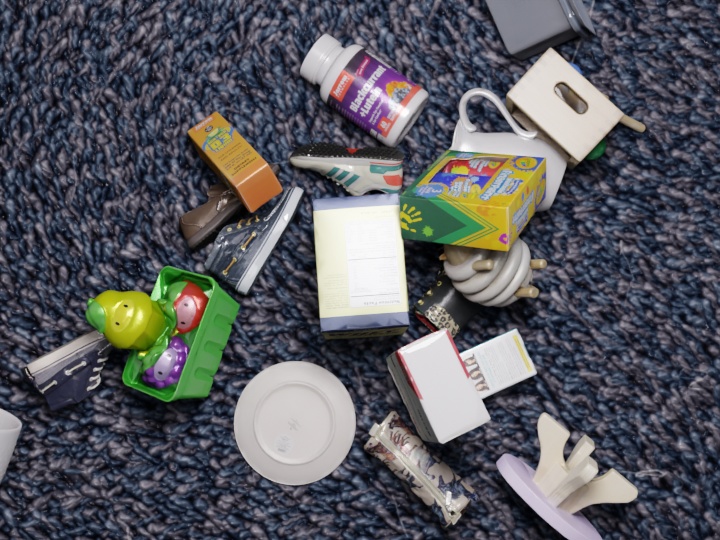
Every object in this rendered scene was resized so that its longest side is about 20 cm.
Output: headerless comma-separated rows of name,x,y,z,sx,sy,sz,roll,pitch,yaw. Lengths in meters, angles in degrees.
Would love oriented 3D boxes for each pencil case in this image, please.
pencil case,0.092,0.314,1.486,0.200,0.089,0.078,44,85,6

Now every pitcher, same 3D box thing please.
pitcher,0.236,-0.192,1.520,0.199,0.121,0.172,22,125,6

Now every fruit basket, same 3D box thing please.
fruit basket,-0.315,0.090,1.457,0.155,0.215,0.216,13,81,39

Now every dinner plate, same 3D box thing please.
dinner plate,-0.107,0.248,1.526,0.199,0.024,0.201,0,83,0

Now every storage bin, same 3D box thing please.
storage bin,0.290,-0.457,1.574,0.134,0.145,0.201,-24,83,24

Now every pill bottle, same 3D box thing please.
pill bottle,0.003,-0.302,1.552,0.200,0.111,0.112,35,84,4

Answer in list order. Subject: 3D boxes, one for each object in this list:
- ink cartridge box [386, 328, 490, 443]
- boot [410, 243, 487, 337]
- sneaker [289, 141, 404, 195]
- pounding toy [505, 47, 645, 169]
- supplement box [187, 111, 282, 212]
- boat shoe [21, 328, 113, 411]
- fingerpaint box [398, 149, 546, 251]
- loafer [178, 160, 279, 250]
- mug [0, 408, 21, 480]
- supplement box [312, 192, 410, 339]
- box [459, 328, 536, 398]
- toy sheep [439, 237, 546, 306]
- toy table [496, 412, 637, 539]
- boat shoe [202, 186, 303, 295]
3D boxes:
ink cartridge box,0.111,0.175,1.398,0.083,0.200,0.147,-24,84,-7
boot,0.133,0.002,1.529,0.154,0.073,0.204,-42,89,-11
sneaker,-0.023,-0.157,1.554,0.199,0.070,0.094,5,117,16
pounding toy,0.357,-0.258,1.528,0.200,0.184,0.142,43,96,5
supplement box,-0.205,-0.177,1.505,0.066,0.069,0.200,-37,45,-8
boat shoe,-0.436,0.150,1.519,0.200,0.075,0.093,-27,97,-1
fingerpaint box,0.172,-0.111,1.402,0.166,0.200,0.074,9,120,25
loafer,-0.221,-0.120,1.546,0.200,0.073,0.071,-40,84,-6
mug,-0.648,0.296,1.467,0.200,0.148,0.176,20,90,32
supplement box,0.000,0.000,1.469,0.134,0.200,0.201,-4,82,0
box,0.178,0.172,1.524,0.199,0.049,0.083,-23,83,-3
toy sheep,0.205,-0.005,1.441,0.200,0.138,0.138,36,83,-26
toy table,0.324,0.325,1.455,0.200,0.184,0.117,38,101,-4
boat shoe,-0.176,-0.066,1.540,0.091,0.071,0.201,31,86,-1
